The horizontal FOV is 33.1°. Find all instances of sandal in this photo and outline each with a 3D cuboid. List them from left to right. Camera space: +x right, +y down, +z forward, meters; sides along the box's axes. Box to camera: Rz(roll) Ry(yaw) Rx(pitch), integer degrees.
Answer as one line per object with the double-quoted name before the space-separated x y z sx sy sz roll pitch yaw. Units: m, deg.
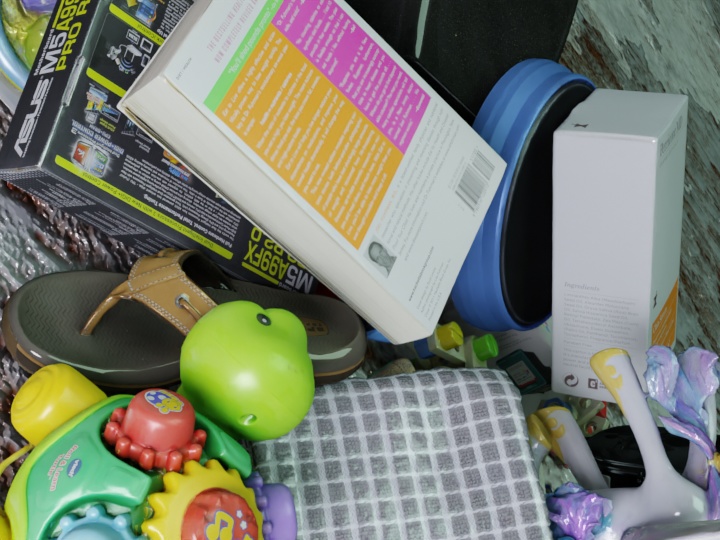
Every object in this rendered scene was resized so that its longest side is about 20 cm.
"sandal" -0.081 0.021 0.621 0.200 0.055 0.082 5 38 -25

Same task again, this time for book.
"book" -0.013 -0.074 0.653 0.200 0.048 0.134 42 55 -21

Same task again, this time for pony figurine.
"pony figurine" 0.175 0.141 0.685 0.166 0.193 0.200 38 38 -43

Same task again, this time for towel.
"towel" 0.021 0.152 0.644 0.165 0.086 0.200 -3 63 -18

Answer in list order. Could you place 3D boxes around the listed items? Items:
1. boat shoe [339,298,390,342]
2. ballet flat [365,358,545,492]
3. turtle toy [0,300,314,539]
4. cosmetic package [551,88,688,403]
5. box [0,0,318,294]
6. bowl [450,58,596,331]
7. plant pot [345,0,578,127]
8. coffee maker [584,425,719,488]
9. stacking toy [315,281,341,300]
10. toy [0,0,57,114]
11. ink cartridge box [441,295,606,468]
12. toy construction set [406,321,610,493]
"boat shoe" 0.013 -0.045 0.773 0.084 0.069 0.200 -1 46 -26
"ballet flat" 0.078 0.132 0.785 0.200 0.067 0.068 44 -12 -15
"turtle toy" -0.083 0.100 0.538 0.146 0.101 0.200 46 48 -30
"cosmetic package" 0.183 -0.017 0.855 0.101 0.071 0.200 -44 135 -54
"box" -0.087 -0.083 0.674 0.200 0.044 0.161 31 68 -43
"bowl" 0.126 -0.050 0.873 0.201 0.039 0.201 -33 131 -50
"plant pot" 0.032 -0.173 0.908 0.200 0.199 0.178 35 53 -42
"coffee maker" 0.246 0.222 0.861 0.135 0.192 0.200 -67 160 -75
"stacking toy" 0.000 0.000 0.823 0.085 0.085 0.200 59 34 -10
"toy" -0.150 -0.126 0.673 0.200 0.047 0.115 54 44 -25
"ink cartridge box" 0.154 0.061 1.035 0.200 0.067 0.116 50 31 -25
"toy construction set" 0.097 0.112 0.885 0.200 0.092 0.131 26 45 -34
